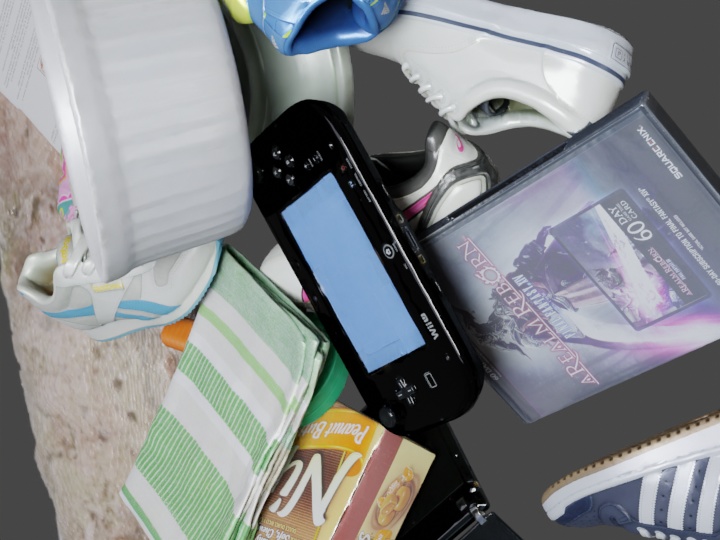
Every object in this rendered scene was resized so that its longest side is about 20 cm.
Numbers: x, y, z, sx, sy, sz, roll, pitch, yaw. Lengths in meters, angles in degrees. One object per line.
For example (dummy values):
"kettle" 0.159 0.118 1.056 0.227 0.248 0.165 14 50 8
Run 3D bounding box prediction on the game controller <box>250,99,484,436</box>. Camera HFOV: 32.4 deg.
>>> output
"game controller" 0.000 0.000 0.721 0.201 0.042 0.104 61 151 2

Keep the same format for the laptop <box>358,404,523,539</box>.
"laptop" 0.040 0.201 0.833 0.177 0.103 0.201 -44 45 18

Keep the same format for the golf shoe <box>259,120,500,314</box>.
"golf shoe" 0.004 -0.036 0.791 0.199 0.073 0.092 -21 117 36

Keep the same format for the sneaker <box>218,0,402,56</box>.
"sneaker" 0.014 -0.189 0.715 0.199 0.076 0.105 -34 63 0

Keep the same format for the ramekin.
"ramekin" -0.134 -0.102 0.755 0.200 0.097 0.203 165 90 -75

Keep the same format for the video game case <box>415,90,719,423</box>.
"video game case" 0.125 0.003 0.705 0.143 0.019 0.199 46 130 -14

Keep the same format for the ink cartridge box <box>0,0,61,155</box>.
"ink cartridge box" -0.236 -0.215 0.990 0.176 0.044 0.201 43 123 26

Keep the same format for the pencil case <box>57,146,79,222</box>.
"pencil case" -0.182 -0.114 0.917 0.087 0.087 0.202 36 132 29

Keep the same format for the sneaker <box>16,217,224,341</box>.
"sneaker" -0.170 -0.004 0.883 0.199 0.080 0.077 -26 48 41

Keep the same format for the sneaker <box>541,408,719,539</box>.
"sneaker" 0.196 0.137 0.682 0.199 0.070 0.109 -30 78 37

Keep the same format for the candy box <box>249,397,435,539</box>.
"candy box" -0.051 0.135 0.839 0.199 0.055 0.116 21 82 50

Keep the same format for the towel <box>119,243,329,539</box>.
"towel" -0.095 0.103 0.822 0.152 0.023 0.202 39 110 49

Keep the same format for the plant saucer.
"plant saucer" -0.079 -0.139 0.832 0.200 0.050 0.202 35 135 43

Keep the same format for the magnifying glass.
"magnifying glass" -0.078 0.059 0.863 0.199 0.022 0.080 12 70 48

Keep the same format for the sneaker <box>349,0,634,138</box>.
"sneaker" 0.060 -0.120 0.732 0.199 0.073 0.071 18 84 35
